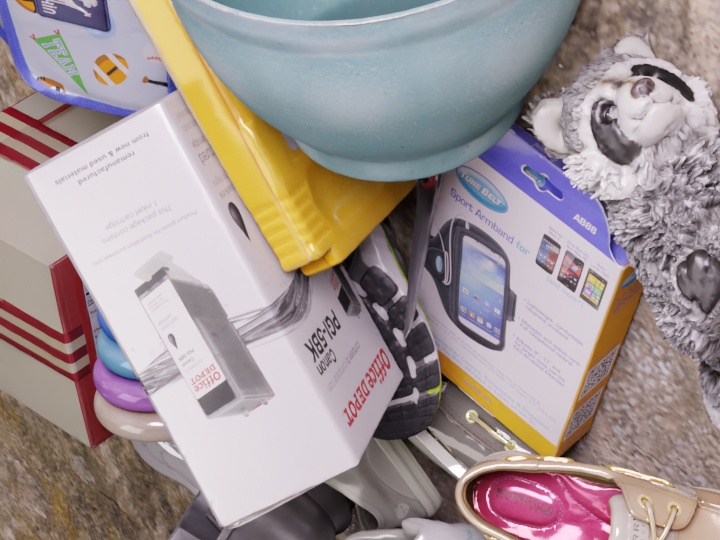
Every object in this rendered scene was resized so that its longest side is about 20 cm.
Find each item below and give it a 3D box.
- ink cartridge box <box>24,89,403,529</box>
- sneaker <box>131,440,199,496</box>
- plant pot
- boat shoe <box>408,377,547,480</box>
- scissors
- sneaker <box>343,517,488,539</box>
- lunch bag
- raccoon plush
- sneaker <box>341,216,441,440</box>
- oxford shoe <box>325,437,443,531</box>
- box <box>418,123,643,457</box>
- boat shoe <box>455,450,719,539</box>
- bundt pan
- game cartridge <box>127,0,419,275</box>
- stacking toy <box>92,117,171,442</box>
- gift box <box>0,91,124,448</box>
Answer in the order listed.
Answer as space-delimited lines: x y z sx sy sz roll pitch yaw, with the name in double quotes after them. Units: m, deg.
-0.067 0.008 0.877 0.083 0.147 0.200 -26 99 16 "ink cartridge box"
-0.096 0.142 1.288 0.099 0.078 0.200 -14 116 48 "sneaker"
0.012 -0.127 0.778 0.200 0.200 0.134 31 151 32 "plant pot"
0.075 0.103 1.028 0.202 0.060 0.072 42 178 23 "boat shoe"
0.035 -0.064 0.895 0.073 0.014 0.201 39 124 31 "scissors"
0.006 0.196 1.069 0.080 0.071 0.200 26 138 -28 "sneaker"
-0.162 -0.196 0.972 0.200 0.124 0.170 44 152 35 "lunch bag"
0.138 -0.013 0.815 0.134 0.097 0.200 44 148 29 "raccoon plush"
0.000 0.000 0.981 0.074 0.081 0.201 -15 101 15 "sneaker"
-0.021 0.088 1.046 0.200 0.058 0.075 55 176 -24 "oxford shoe"
0.091 0.004 0.935 0.119 0.041 0.200 40 143 22 "box"
0.142 0.143 0.918 0.199 0.069 0.074 10 88 23 "boat shoe"
-0.066 0.173 1.156 0.076 0.202 0.202 37 149 -7 "bundt pan"
-0.039 -0.112 0.877 0.032 0.176 0.200 -25 102 29 "game cartridge"
-0.130 0.002 1.048 0.085 0.085 0.201 24 128 39 "stacking toy"
-0.204 0.000 1.178 0.186 0.184 0.201 27 133 33 "gift box"
